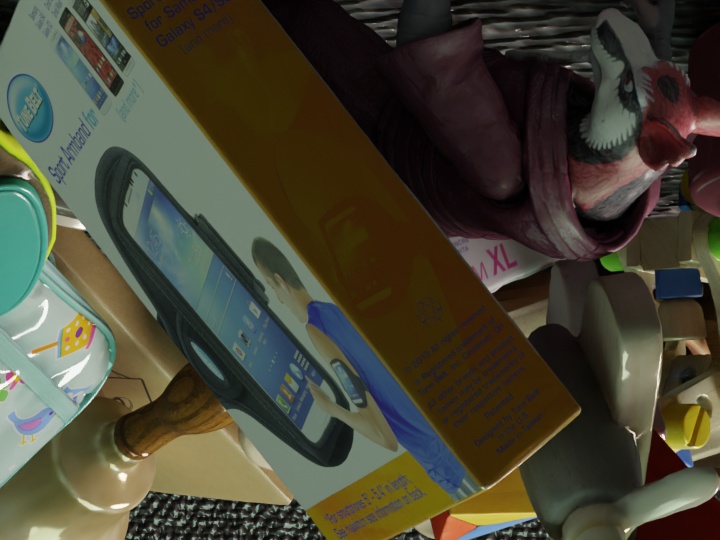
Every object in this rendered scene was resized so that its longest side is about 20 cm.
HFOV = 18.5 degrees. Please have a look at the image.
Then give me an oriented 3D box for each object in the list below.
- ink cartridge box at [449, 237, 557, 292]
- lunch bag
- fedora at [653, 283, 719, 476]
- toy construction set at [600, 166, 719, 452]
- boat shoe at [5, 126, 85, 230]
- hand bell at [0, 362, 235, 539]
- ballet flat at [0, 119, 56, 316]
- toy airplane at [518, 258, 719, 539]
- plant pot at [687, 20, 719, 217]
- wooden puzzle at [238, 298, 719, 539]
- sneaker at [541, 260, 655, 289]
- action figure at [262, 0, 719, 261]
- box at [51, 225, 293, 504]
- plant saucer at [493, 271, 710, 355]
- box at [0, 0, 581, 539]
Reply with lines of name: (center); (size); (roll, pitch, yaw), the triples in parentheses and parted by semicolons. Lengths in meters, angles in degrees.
ink cartridge box: (0.000, 0.000, 1.005); (0.119, 0.042, 0.200); (-23, -174, -37)
lunch bag: (-0.191, 0.029, 0.892); (0.160, 0.077, 0.200); (-40, 151, -4)
fedora: (0.198, 0.047, 1.168); (0.200, 0.082, 0.201); (-10, -166, 3)
toy construction set: (0.171, 0.022, 0.939); (0.092, 0.132, 0.200); (-4, 169, 34)
boat shoe: (-0.078, -0.046, 0.858); (0.199, 0.057, 0.067); (13, -158, -35)
hand bell: (-0.095, 0.070, 0.983); (0.104, 0.105, 0.200); (9, 154, -38)
ballet flat: (-0.143, -0.046, 0.735); (0.067, 0.067, 0.200); (-14, 159, -4)
toy airplane: (0.068, 0.096, 0.671); (0.141, 0.201, 0.199); (-26, -171, -19)
plant pot: (0.206, 0.012, 0.716); (0.199, 0.180, 0.200); (0, 171, 0)
wooden puzzle: (0.068, 0.084, 1.033); (0.185, 0.046, 0.200); (-20, 153, 21)
sneaker: (0.118, 0.016, 1.115); (0.087, 0.075, 0.200); (-6, 168, 17)
action figure: (0.023, -0.033, 0.628); (0.134, 0.150, 0.200); (16, 178, -35)
box: (-0.137, 0.039, 1.067); (0.163, 0.021, 0.200); (2, 138, 49)
plant saucer: (0.067, 0.051, 1.059); (0.199, 0.038, 0.200); (-8, 154, -4)
box: (-0.036, -0.018, 0.600); (0.041, 0.200, 0.119); (-40, 179, -24)
